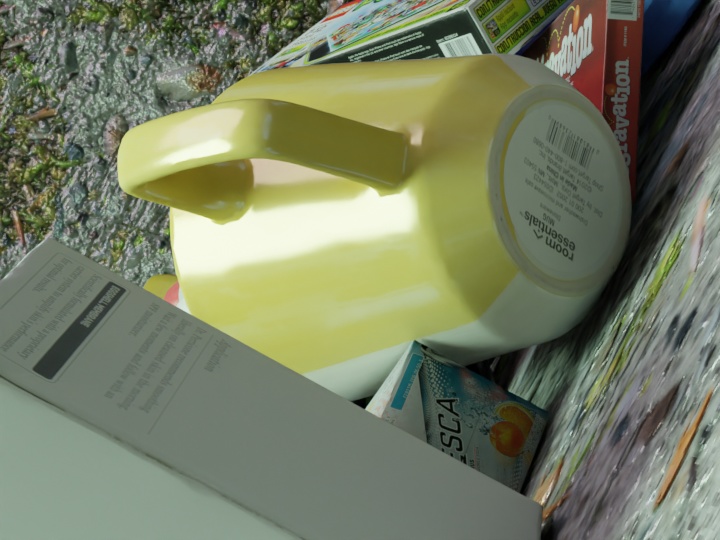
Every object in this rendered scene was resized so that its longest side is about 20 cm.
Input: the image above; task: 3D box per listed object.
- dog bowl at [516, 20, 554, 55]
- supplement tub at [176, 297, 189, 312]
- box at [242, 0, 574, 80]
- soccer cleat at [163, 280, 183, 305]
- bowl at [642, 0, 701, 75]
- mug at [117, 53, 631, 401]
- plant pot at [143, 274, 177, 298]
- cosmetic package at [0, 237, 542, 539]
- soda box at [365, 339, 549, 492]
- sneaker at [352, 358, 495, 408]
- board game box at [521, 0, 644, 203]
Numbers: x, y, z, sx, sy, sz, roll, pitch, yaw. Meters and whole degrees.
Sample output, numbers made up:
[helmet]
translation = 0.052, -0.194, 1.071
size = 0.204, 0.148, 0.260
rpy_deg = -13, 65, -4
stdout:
[dog bowl]
translation = 0.123, -0.167, 1.237
size = 0.200, 0.079, 0.200
rpy_deg = -62, 3, 5
[supplement tub]
translation = 0.000, 0.000, 1.079
size = 0.200, 0.145, 0.145
rpy_deg = -57, 0, -32
[box]
translation = 0.027, -0.126, 1.046
size = 0.200, 0.035, 0.110
rpy_deg = -13, 23, 49
[soccer cleat]
translation = -0.062, 0.093, 1.142
size = 0.068, 0.200, 0.073
rpy_deg = -15, -15, -39
[bowl]
translation = 0.170, -0.187, 1.000
size = 0.201, 0.039, 0.201
rpy_deg = -62, 3, 6
[mug]
translation = 0.014, -0.016, 0.793
size = 0.153, 0.150, 0.187
rpy_deg = -8, 13, 46
[plant pot]
translation = -0.103, 0.121, 1.549
size = 0.200, 0.200, 0.176
rpy_deg = -63, 14, -18
[cosmetic package]
translation = -0.073, 0.131, 0.649
size = 0.199, 0.200, 0.123
rpy_deg = -60, 1, 18
[soda box]
translation = 0.004, 0.115, 0.816
size = 0.200, 0.064, 0.068
rpy_deg = -57, 5, 51
[sneaker]
translation = 0.037, 0.031, 0.939
size = 0.087, 0.074, 0.200
rpy_deg = 131, 161, -76
[board game box]
translation = 0.100, -0.072, 0.929
size = 0.200, 0.019, 0.103
rpy_deg = 139, 135, -82
